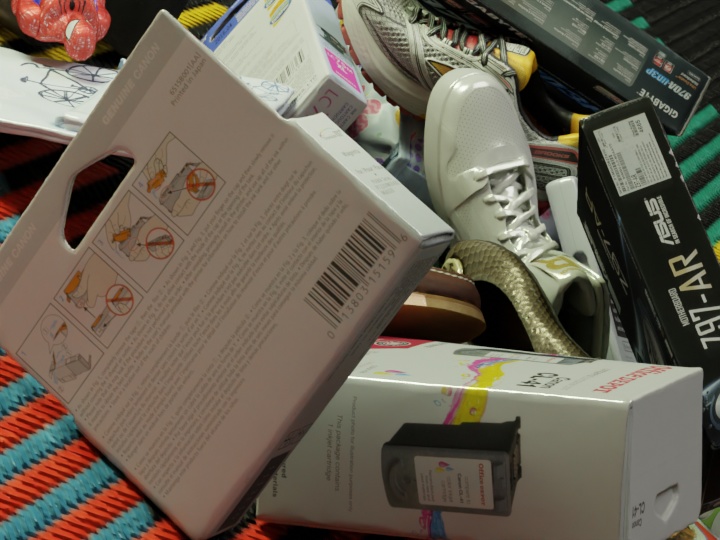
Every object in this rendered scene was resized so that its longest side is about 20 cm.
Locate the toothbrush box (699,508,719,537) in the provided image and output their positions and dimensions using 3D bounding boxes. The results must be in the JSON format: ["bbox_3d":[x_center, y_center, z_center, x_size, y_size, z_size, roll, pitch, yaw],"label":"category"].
[{"bbox_3d":[0.305,0.162,1.806,0.086,0.146,0.200,20,25,-41],"label":"toothbrush box"}]

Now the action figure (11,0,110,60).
[{"bbox_3d":[-0.192,-0.194,1.784,0.065,0.052,0.200,4,42,-27],"label":"action figure"}]

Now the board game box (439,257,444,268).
[{"bbox_3d":[0.097,0.044,1.903,0.199,0.023,0.105,28,22,-24],"label":"board game box"}]

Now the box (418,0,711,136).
[{"bbox_3d":[0.107,-0.158,1.884,0.200,0.046,0.159,32,-7,-22],"label":"box"}]

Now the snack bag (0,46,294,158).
[{"bbox_3d":[-0.150,-0.100,1.683,0.199,0.022,0.189,10,16,8],"label":"snack bag"}]

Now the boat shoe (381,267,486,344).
[{"bbox_3d":[-0.025,0.005,1.610,0.199,0.070,0.071,4,62,-24],"label":"boat shoe"}]

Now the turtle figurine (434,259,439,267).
[{"bbox_3d":[0.000,0.000,1.734,0.149,0.101,0.200,34,15,-6],"label":"turtle figurine"}]

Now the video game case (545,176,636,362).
[{"bbox_3d":[0.171,0.039,1.853,0.200,0.023,0.183,14,61,-71],"label":"video game case"}]

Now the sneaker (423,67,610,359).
[{"bbox_3d":[0.101,-0.021,1.737,0.073,0.201,0.115,-17,14,-27],"label":"sneaker"}]

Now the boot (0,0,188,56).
[{"bbox_3d":[-0.226,-0.217,1.910,0.200,0.069,0.188,40,32,25],"label":"boot"}]

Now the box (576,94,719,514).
[{"bbox_3d":[0.176,0.022,1.638,0.160,0.043,0.201,79,-9,-73],"label":"box"}]

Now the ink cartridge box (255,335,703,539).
[{"bbox_3d":[0.064,0.088,1.508,0.199,0.086,0.148,3,6,21],"label":"ink cartridge box"}]

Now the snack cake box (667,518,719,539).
[{"bbox_3d":[0.141,0.160,1.646,0.200,0.067,0.115,42,19,15],"label":"snack cake box"}]

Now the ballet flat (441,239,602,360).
[{"bbox_3d":[0.089,0.045,1.655,0.046,0.068,0.200,-15,38,-21],"label":"ballet flat"}]

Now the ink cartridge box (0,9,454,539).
[{"bbox_3d":[-0.078,0.002,1.425,0.174,0.200,0.044,43,22,14],"label":"ink cartridge box"}]

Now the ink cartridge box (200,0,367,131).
[{"bbox_3d":[-0.060,-0.115,1.848,0.042,0.119,0.200,34,18,-27],"label":"ink cartridge box"}]

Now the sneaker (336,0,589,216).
[{"bbox_3d":[0.067,-0.128,1.818,0.200,0.082,0.078,42,33,-10],"label":"sneaker"}]

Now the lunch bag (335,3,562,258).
[{"bbox_3d":[0.057,-0.076,1.935,0.169,0.127,0.200,27,16,-26],"label":"lunch bag"}]
